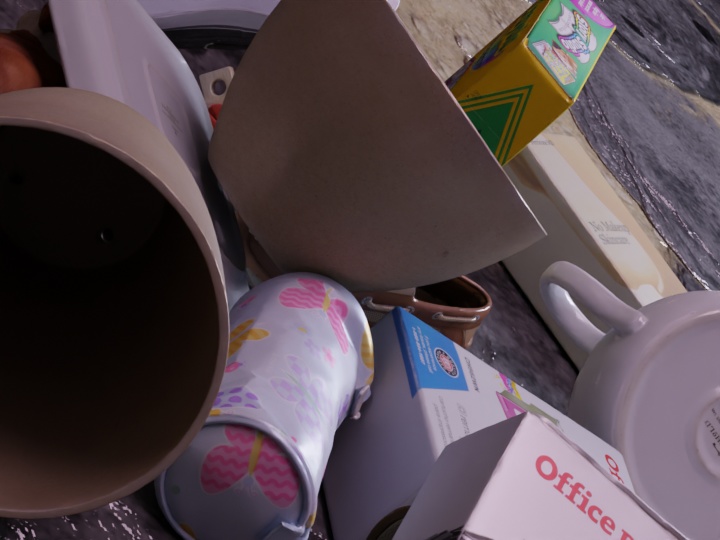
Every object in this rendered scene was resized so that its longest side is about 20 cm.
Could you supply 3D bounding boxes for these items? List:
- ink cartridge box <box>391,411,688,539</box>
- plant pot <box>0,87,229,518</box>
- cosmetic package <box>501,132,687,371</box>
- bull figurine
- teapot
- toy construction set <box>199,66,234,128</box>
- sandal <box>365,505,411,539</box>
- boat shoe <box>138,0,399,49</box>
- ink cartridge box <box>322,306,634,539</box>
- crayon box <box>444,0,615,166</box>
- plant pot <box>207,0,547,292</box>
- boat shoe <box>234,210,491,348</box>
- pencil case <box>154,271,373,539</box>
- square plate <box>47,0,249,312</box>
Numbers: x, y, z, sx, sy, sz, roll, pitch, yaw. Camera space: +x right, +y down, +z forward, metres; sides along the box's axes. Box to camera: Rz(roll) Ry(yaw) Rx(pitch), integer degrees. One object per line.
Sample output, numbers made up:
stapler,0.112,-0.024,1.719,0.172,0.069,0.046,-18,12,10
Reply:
ink cartridge box,0.071,0.193,1.318,0.145,0.084,0.200,42,56,-15
plant pot,-0.146,-0.012,1.265,0.187,0.187,0.200,43,17,-13
cosmetic package,0.165,-0.001,1.937,0.200,0.071,0.105,55,24,16
bull figurine,-0.185,-0.085,1.445,0.122,0.065,0.200,54,23,10
teapot,0.209,0.102,1.756,0.197,0.200,0.146,6,-2,-18
toy construction set,-0.033,-0.113,1.707,0.131,0.092,0.200,21,19,15
sandal,0.071,0.209,1.416,0.200,0.082,0.055,47,14,-1
boat shoe,-0.078,-0.163,1.663,0.200,0.066,0.070,-5,72,-15
ink cartridge box,0.074,0.132,1.539,0.200,0.085,0.145,35,26,-33
crayon box,0.080,-0.105,1.819,0.058,0.173,0.200,46,22,-5
plant pot,-0.006,-0.065,1.517,0.200,0.134,0.200,55,5,-7
boat shoe,0.000,0.000,1.633,0.200,0.072,0.076,25,32,-42
pencil case,-0.047,0.075,1.415,0.091,0.083,0.200,59,20,-13
square plate,-0.114,-0.077,1.492,0.200,0.028,0.198,50,20,-58
